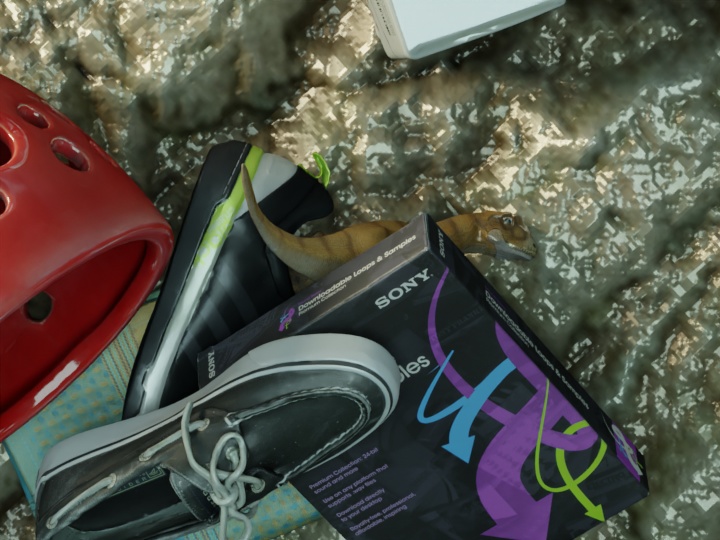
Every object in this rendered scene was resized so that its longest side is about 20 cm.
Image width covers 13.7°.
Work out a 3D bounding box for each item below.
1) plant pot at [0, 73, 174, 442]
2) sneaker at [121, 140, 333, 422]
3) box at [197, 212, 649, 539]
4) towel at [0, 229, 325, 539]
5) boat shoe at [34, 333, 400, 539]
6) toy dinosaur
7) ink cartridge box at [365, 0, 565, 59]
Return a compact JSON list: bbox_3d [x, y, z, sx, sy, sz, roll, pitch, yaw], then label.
[{"bbox_3d":[-0.222,-0.015,1.476,0.200,0.200,0.183,-45,77,4],"label":"plant pot"},{"bbox_3d":[-0.066,0.031,1.525,0.083,0.072,0.200,19,94,-5],"label":"sneaker"},{"bbox_3d":[0.033,0.078,1.509,0.143,0.036,0.200,-33,120,18],"label":"box"},{"bbox_3d":[-0.086,0.080,1.574,0.200,0.022,0.147,-22,94,1],"label":"towel"},{"bbox_3d":[-0.072,0.094,1.453,0.199,0.068,0.074,-18,126,14],"label":"boat shoe"},{"bbox_3d":[0.000,0.000,1.519,0.200,0.060,0.107,-1,93,-41],"label":"toy dinosaur"},{"bbox_3d":[0.031,-0.183,1.462,0.083,0.200,0.147,-20,95,-1],"label":"ink cartridge box"}]
